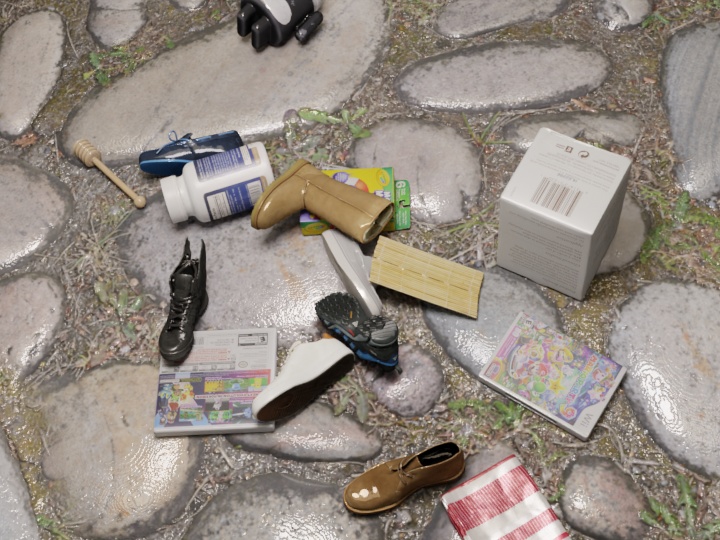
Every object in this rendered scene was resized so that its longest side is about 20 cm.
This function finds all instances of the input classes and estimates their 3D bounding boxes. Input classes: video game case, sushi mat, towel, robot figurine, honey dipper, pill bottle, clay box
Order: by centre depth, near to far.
[{"bbox_3d":[0.224,0.386,1.522,0.142,0.023,0.201,-26,59,-12],"label":"towel"},{"bbox_3d":[0.310,0.167,1.656,0.198,0.018,0.144,29,64,21],"label":"video game case"},{"bbox_3d":[-0.236,0.183,1.695,0.196,0.023,0.185,-3,57,2],"label":"video game case"},{"bbox_3d":[0.113,0.011,1.743,0.197,0.012,0.097,19,58,-4],"label":"sushi mat"},{"bbox_3d":[-0.009,-0.127,1.857,0.196,0.048,0.116,-4,58,4],"label":"clay box"},{"bbox_3d":[-0.256,-0.153,1.859,0.197,0.112,0.112,-17,57,-6],"label":"pill bottle"},{"bbox_3d":[-0.473,-0.182,1.942,0.038,0.038,0.199,-41,64,-20],"label":"honey dipper"},{"bbox_3d":[-0.166,-0.542,2.096,0.200,0.151,0.124,-46,28,-22],"label":"robot figurine"}]

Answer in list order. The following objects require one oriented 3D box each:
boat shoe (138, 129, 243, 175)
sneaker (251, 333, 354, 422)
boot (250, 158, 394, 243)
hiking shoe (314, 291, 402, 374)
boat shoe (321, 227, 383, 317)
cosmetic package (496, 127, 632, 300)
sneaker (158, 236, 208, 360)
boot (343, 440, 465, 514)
[{"bbox_3d":[-0.320,-0.224,1.935,0.197,0.084,0.070,-6,75,-15],"label":"boat shoe"},{"bbox_3d":[-0.108,0.171,1.663,0.199,0.074,0.084,-30,54,-31],"label":"sneaker"},{"bbox_3d":[-0.068,-0.101,1.779,0.198,0.067,0.176,29,64,22],"label":"boot"},{"bbox_3d":[-0.010,0.104,1.693,0.074,0.088,0.199,-27,34,-25],"label":"hiking shoe"},{"bbox_3d":[0.000,0.000,1.768,0.068,0.073,0.201,-24,49,-10],"label":"boat shoe"},{"bbox_3d":[0.335,-0.093,1.712,0.165,0.201,0.167,24,62,19],"label":"cosmetic package"},{"bbox_3d":[-0.299,0.046,1.723,0.059,0.105,0.201,5,42,11],"label":"sneaker"},{"bbox_3d":[0.064,0.307,1.556,0.197,0.076,0.074,-20,59,-6],"label":"boot"}]
